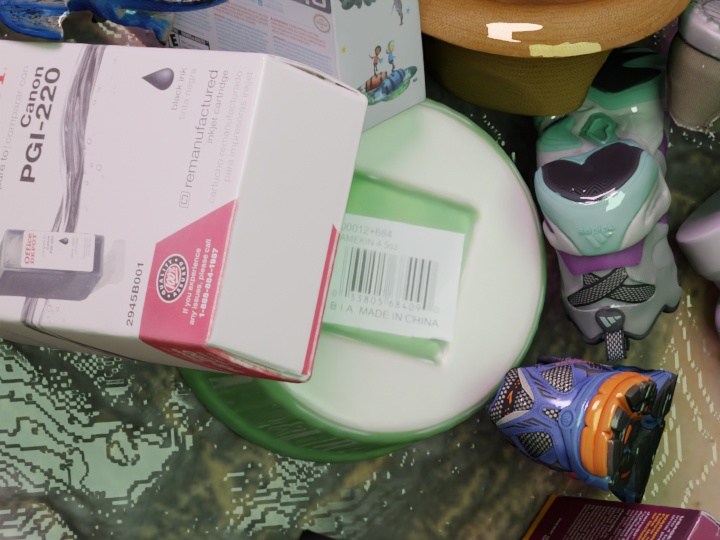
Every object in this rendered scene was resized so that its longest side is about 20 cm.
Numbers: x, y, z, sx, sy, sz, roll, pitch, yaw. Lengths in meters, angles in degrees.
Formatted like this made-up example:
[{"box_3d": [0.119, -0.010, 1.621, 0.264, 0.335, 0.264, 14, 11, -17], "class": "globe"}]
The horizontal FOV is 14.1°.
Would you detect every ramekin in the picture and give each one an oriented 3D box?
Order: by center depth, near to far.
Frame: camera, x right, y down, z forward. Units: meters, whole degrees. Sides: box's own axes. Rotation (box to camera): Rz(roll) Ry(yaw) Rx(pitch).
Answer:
[{"box_3d": [0.000, 0.000, 1.507, 0.199, 0.098, 0.201, 1, 87, -19], "class": "ramekin"}]

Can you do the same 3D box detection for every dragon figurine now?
[{"box_3d": [-0.144, -0.145, 1.436, 0.099, 0.200, 0.059, -2, 105, -40], "class": "dragon figurine"}]

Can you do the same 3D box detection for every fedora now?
[{"box_3d": [0.083, -0.139, 1.519, 0.200, 0.201, 0.082, -13, 125, -18], "class": "fedora"}]

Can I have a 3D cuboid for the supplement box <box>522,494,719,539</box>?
[{"box_3d": [0.154, 0.183, 1.495, 0.110, 0.200, 0.086, 37, 78, -14], "class": "supplement box"}]

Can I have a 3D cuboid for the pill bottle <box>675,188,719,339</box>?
[{"box_3d": [0.265, 0.037, 1.585, 0.116, 0.116, 0.200, -38, 99, -16], "class": "pill bottle"}]

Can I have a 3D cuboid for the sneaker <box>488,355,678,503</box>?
[{"box_3d": [0.116, 0.073, 1.503, 0.078, 0.200, 0.076, 19, 85, 14], "class": "sneaker"}]

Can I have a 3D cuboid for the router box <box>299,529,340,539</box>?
[{"box_3d": [0.047, 0.194, 1.459, 0.149, 0.200, 0.051, 33, 81, -14], "class": "router box"}]

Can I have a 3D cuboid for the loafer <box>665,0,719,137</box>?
[{"box_3d": [0.208, -0.111, 1.562, 0.075, 0.200, 0.070, 32, 109, 23], "class": "loafer"}]

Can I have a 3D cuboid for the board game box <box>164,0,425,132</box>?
[{"box_3d": [-0.043, -0.183, 1.432, 0.064, 0.147, 0.201, -29, 126, -34], "class": "board game box"}]

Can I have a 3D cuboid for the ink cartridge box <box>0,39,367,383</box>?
[{"box_3d": [-0.109, -0.032, 1.415, 0.085, 0.199, 0.147, 20, 79, -49], "class": "ink cartridge box"}]

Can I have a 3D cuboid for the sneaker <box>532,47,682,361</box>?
[{"box_3d": [0.133, -0.025, 1.544, 0.077, 0.200, 0.141, -3, 119, 15], "class": "sneaker"}]
